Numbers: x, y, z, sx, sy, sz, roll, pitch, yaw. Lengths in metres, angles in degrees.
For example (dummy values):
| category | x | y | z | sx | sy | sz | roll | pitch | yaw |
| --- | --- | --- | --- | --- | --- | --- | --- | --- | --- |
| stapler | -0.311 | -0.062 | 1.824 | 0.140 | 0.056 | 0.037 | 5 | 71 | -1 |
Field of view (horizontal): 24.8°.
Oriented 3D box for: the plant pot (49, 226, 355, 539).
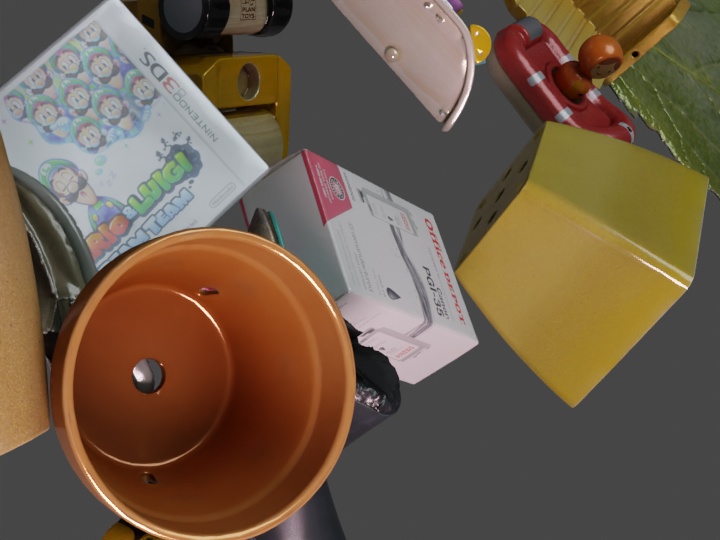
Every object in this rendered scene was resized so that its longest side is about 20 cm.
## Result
| category | x | y | z | sx | sy | sz | roll | pitch | yaw |
| --- | --- | --- | --- | --- | --- | --- | --- | --- | --- |
| plant pot | -0.120 | 0.074 | 1.093 | 0.199 | 0.140 | 0.202 | 0 | 89 | -26 |

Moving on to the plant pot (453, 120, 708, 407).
| category | x | y | z | sx | sy | sz | roll | pitch | yaw |
| --- | --- | --- | --- | --- | --- | --- | --- | --- | --- |
| plant pot | 0.208 | -0.026 | 1.627 | 0.176 | 0.200 | 0.200 | 33 | 37 | -7 |

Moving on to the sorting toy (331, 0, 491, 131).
| category | x | y | z | sx | sy | sz | roll | pitch | yaw |
| --- | --- | --- | --- | --- | --- | --- | --- | --- | --- |
| sorting toy | 0.069 | -0.271 | 1.784 | 0.200 | 0.107 | 0.180 | 48 | 15 | -6 |

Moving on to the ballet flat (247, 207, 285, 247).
| category | x | y | z | sx | sy | sz | roll | pitch | yaw |
| --- | --- | --- | --- | --- | --- | --- | --- | --- | --- |
| ballet flat | -0.073 | 0.054 | 1.275 | 0.068 | 0.067 | 0.201 | -167 | -119 | -78 |

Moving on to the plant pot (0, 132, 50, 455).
| category | x | y | z | sx | sy | sz | roll | pitch | yaw |
| --- | --- | --- | --- | --- | --- | --- | --- | --- | --- |
| plant pot | -0.275 | 0.026 | 1.029 | 0.186 | 0.186 | 0.201 | -28 | 95 | -56 |

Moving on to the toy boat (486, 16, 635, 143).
| category | x | y | z | sx | sy | sz | roll | pitch | yaw |
| --- | --- | --- | --- | --- | --- | --- | --- | --- | --- |
| toy boat | 0.250 | -0.221 | 1.895 | 0.200 | 0.131 | 0.130 | 52 | 34 | 1 |

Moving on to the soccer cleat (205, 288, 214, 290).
| category | x | y | z | sx | sy | sz | roll | pitch | yaw |
| --- | --- | --- | --- | --- | --- | --- | --- | --- | --- |
| soccer cleat | -0.132 | -0.006 | 1.298 | 0.200 | 0.073 | 0.068 | 44 | 33 | -12 |

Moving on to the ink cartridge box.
| category | x | y | z | sx | sy | sz | roll | pitch | yaw |
| --- | --- | --- | --- | --- | --- | --- | --- | --- | --- |
| ink cartridge box | 0.000 | 0.000 | 1.410 | 0.200 | 0.083 | 0.147 | 23 | 42 | -51 |

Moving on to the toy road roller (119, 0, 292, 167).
| category | x | y | z | sx | sy | sz | roll | pitch | yaw |
| --- | --- | --- | --- | --- | --- | --- | --- | --- | --- |
| toy road roller | -0.148 | -0.174 | 1.422 | 0.123 | 0.145 | 0.202 | -15 | 107 | -54 |

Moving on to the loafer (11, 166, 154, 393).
| category | x | y | z | sx | sy | sz | roll | pitch | yaw |
| --- | --- | --- | --- | --- | --- | --- | --- | --- | --- |
| loafer | -0.220 | 0.018 | 1.157 | 0.069 | 0.075 | 0.201 | -33 | 93 | -28 |

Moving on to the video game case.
| category | x | y | z | sx | sy | sz | roll | pitch | yaw |
| --- | --- | --- | --- | --- | --- | --- | --- | --- | --- |
| video game case | -0.198 | -0.078 | 1.234 | 0.200 | 0.024 | 0.182 | -44 | 96 | -18 |

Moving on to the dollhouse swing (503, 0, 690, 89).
| category | x | y | z | sx | sy | sz | roll | pitch | yaw |
| --- | --- | --- | --- | --- | --- | --- | --- | --- | --- |
| dollhouse swing | 0.294 | -0.345 | 2.041 | 0.200 | 0.182 | 0.176 | 48 | 14 | -6 |

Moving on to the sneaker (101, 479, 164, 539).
| category | x | y | z | sx | sy | sz | roll | pitch | yaw |
| --- | --- | --- | --- | --- | --- | --- | --- | --- | --- |
| sneaker | -0.133 | 0.199 | 1.117 | 0.073 | 0.083 | 0.200 | 18 | 14 | 13 |

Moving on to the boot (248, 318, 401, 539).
| category | x | y | z | sx | sy | sz | roll | pitch | yaw |
| --- | --- | --- | --- | --- | --- | --- | --- | --- | --- |
| boot | -0.030 | 0.138 | 1.201 | 0.201 | 0.168 | 0.076 | 54 | 34 | 3 |
